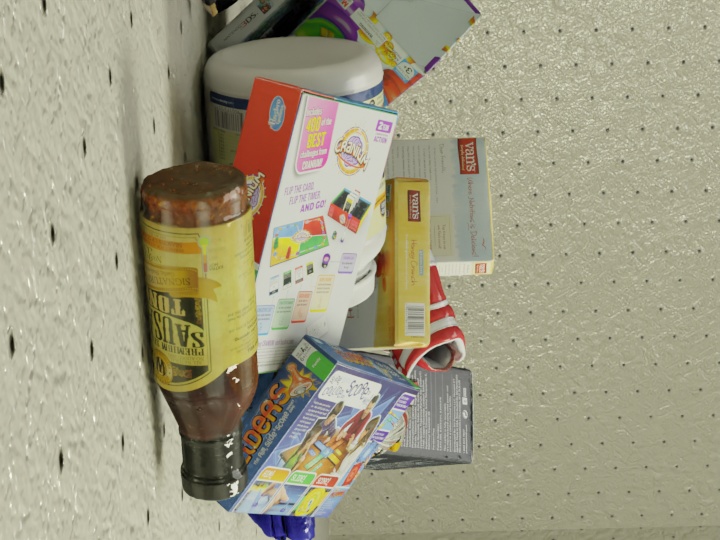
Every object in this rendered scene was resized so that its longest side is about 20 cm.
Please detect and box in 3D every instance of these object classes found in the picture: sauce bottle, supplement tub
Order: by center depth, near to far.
[{"bbox_3d":[-0.090,0.040,0.844,0.066,0.066,0.201,-91,178,-68],"label":"sauce bottle"},{"bbox_3d":[-0.051,-0.078,1.179,0.145,0.144,0.201,-91,179,-69],"label":"supplement tub"}]

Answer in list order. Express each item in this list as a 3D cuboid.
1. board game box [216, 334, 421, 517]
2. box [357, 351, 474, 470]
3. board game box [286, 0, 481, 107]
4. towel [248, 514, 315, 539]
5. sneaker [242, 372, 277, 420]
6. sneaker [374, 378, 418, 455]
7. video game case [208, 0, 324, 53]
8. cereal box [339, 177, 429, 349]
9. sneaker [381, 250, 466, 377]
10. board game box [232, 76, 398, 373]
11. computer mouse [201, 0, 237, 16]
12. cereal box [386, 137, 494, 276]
[{"bbox_3d":[-0.033,0.125,1.116,0.136,0.034,0.200,-54,158,3],"label":"board game box"},{"bbox_3d":[0.003,0.152,1.540,0.199,0.148,0.105,14,72,-46],"label":"box"},{"bbox_3d":[-0.007,-0.188,1.277,0.200,0.103,0.105,-34,-168,51],"label":"board game box"},{"bbox_3d":[-0.087,0.150,1.394,0.148,0.049,0.201,-170,-103,-69],"label":"towel"},{"bbox_3d":[-0.063,0.103,1.233,0.200,0.111,0.077,89,0,-81],"label":"sneaker"},{"bbox_3d":[0.002,0.138,1.351,0.200,0.077,0.083,12,83,-65],"label":"sneaker"},{"bbox_3d":[-0.053,-0.244,1.287,0.024,0.182,0.200,48,2,-2],"label":"video game case"},{"bbox_3d":[0.000,0.000,1.314,0.200,0.039,0.145,-11,-101,63],"label":"cereal box"},{"bbox_3d":[0.035,0.062,1.405,0.113,0.071,0.200,66,-25,11],"label":"sneaker"},{"bbox_3d":[-0.045,-0.028,1.041,0.153,0.040,0.201,2,104,-63],"label":"board game box"},{"bbox_3d":[-0.104,-0.249,1.132,0.200,0.046,0.141,88,-1,-63],"label":"computer mouse"},{"bbox_3d":[0.034,-0.063,1.480,0.040,0.199,0.145,88,2,-65],"label":"cereal box"}]
